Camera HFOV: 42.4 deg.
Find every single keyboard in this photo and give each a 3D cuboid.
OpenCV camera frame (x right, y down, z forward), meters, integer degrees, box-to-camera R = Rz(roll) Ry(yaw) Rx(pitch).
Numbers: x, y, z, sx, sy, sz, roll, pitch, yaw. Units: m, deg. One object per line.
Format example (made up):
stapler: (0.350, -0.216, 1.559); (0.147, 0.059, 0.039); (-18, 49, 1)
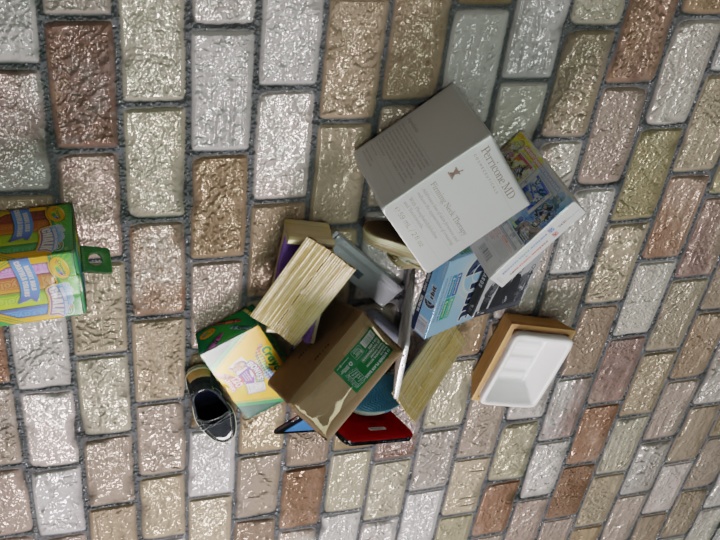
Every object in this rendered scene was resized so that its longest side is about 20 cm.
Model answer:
keyboard: (0.000, 0.000, 1.644); (0.056, 0.011, 0.199); (-36, 130, 18)

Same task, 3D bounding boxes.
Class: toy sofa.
toy sofa: (-0.104, 0.022, 1.560); (0.081, 0.098, 0.203); (6, 126, -16)

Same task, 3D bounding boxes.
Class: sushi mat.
sushi mat: (0.131, 0.181, 1.746); (0.201, 0.012, 0.096); (-53, 133, -24)
sushi mat: (-0.096, 0.035, 1.519); (0.095, 0.012, 0.201); (36, 122, -5)

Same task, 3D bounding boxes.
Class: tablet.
tablet: (0.077, 0.113, 1.641); (0.013, 0.202, 0.132); (9, 127, 0)

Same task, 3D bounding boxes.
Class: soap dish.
soap dish: (0.318, 0.178, 1.853); (0.155, 0.082, 0.202); (7, 124, -25)

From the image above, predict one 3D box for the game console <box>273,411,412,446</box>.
game console: (-0.031, 0.309, 1.754); (0.198, 0.172, 0.120); (7, 116, -49)

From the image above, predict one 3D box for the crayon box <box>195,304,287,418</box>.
crayon box: (-0.199, 0.167, 1.671); (0.117, 0.059, 0.201); (-26, 131, 2)

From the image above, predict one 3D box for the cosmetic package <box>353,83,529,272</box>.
cosmetic package: (0.125, -0.146, 1.466); (0.198, 0.167, 0.168); (-34, 131, 7)

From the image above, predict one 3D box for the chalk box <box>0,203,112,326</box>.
chalk box: (-0.474, -0.011, 1.386); (0.196, 0.126, 0.126); (-9, 131, -14)

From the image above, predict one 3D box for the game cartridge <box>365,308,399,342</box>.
game cartridge: (-0.016, 0.165, 1.753); (0.200, 0.041, 0.133); (-42, 125, 15)

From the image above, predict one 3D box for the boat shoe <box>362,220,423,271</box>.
boat shoe: (0.080, -0.032, 1.607); (0.197, 0.073, 0.065); (14, 121, -35)

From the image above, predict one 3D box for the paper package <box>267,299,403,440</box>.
paper package: (-0.047, 0.166, 1.587); (0.103, 0.190, 0.201); (43, 82, -16)

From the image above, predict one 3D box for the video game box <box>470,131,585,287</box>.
video game box: (0.248, -0.104, 1.524); (0.182, 0.201, 0.047); (-45, 132, 19)

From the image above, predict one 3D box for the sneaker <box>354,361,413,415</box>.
sneaker: (0.050, 0.234, 1.770); (0.198, 0.077, 0.081); (-14, 160, -38)

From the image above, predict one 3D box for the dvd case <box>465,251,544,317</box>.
dvd case: (0.273, -0.015, 1.657); (0.149, 0.025, 0.203); (-10, 129, -45)

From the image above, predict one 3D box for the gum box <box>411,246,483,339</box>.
gum box: (0.190, 0.018, 1.651); (0.198, 0.044, 0.172); (-19, 136, -40)

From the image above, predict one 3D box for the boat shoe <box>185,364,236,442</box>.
boat shoe: (-0.275, 0.260, 1.717); (0.073, 0.063, 0.202); (-18, 133, -7)
